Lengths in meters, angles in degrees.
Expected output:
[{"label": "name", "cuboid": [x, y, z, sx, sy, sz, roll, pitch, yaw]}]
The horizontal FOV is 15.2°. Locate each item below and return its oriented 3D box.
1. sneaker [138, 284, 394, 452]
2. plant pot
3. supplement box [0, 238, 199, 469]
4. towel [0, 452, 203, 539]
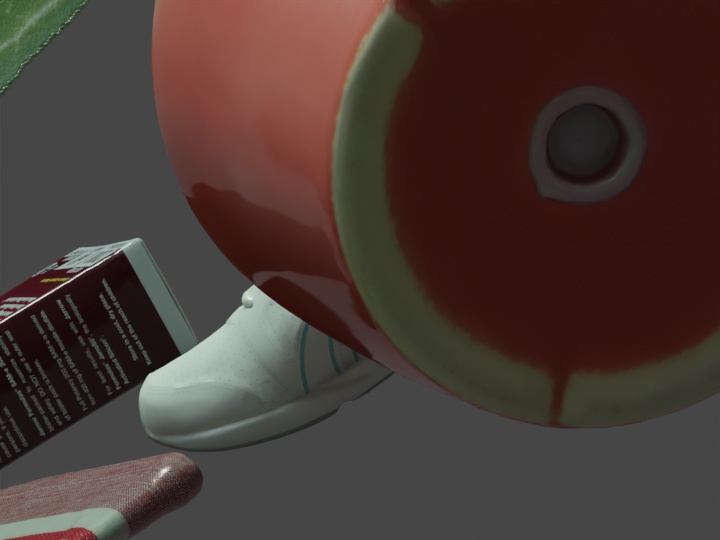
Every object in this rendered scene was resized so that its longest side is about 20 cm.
[{"label": "sneaker", "cuboid": [0.000, 0.000, 0.931, 0.200, 0.080, 0.070, -26, 10, 24]}, {"label": "plant pot", "cuboid": [0.045, -0.050, 0.753, 0.200, 0.201, 0.177, -28, 18, -1]}, {"label": "supplement box", "cuboid": [-0.182, 0.061, 1.220, 0.200, 0.061, 0.109, -33, 9, -19]}, {"label": "towel", "cuboid": [-0.158, 0.126, 0.889, 0.144, 0.023, 0.200, -16, 17, 49]}]
